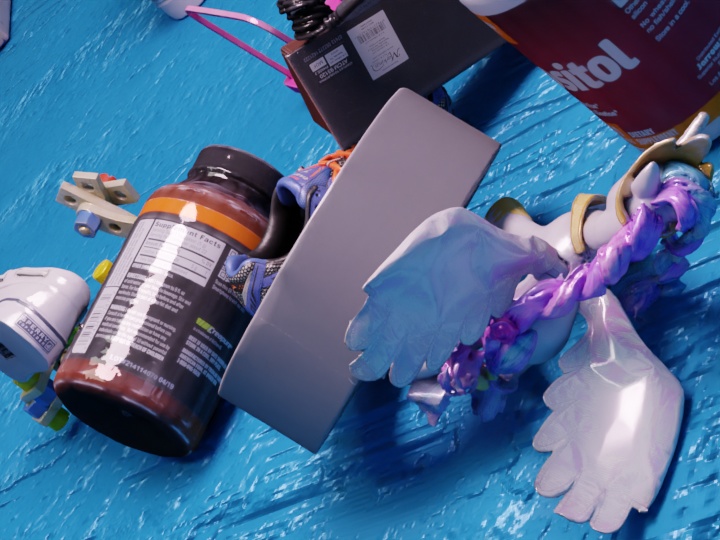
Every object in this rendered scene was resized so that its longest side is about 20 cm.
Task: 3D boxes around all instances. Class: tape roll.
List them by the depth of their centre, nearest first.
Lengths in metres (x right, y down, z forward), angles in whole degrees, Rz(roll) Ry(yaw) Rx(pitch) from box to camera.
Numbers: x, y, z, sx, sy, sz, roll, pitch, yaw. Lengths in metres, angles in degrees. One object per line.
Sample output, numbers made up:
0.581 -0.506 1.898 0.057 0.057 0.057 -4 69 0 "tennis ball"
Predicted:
0.000 0.000 1.129 0.200 0.066 0.200 -58 -3 -5 "tape roll"

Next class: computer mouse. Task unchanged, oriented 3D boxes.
0.028 -0.211 1.241 0.200 0.046 0.140 -29 18 8 "computer mouse"

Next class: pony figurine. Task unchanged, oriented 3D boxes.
0.085 0.018 0.989 0.193 0.167 0.200 -55 9 -21 "pony figurine"

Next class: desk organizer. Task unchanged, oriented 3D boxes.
0.045 -0.165 1.281 0.200 0.072 0.077 -34 21 -5 "desk organizer"

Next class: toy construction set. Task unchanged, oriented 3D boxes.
-0.187 0.015 1.515 0.131 0.092 0.200 -24 49 47 "toy construction set"

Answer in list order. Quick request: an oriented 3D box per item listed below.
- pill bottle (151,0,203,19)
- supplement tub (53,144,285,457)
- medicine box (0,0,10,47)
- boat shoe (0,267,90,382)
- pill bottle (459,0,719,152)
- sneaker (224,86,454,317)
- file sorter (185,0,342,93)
-0.220 -0.318 1.848 0.112 0.200 0.112 -40 28 26 "pill bottle"
-0.116 0.017 1.360 0.107 0.107 0.200 -11 48 55 "supplement tub"
-0.505 -0.280 2.407 0.182 0.103 0.200 -45 26 18 "medicine box"
-0.230 0.033 1.412 0.065 0.074 0.200 -50 19 -18 "boat shoe"
0.119 -0.156 1.061 0.113 0.200 0.113 -40 28 27 "pill bottle"
-0.011 -0.045 1.284 0.200 0.078 0.075 -57 26 -12 "sneaker"
-0.016 -0.235 1.445 0.139 0.125 0.200 21 82 59 "file sorter"
